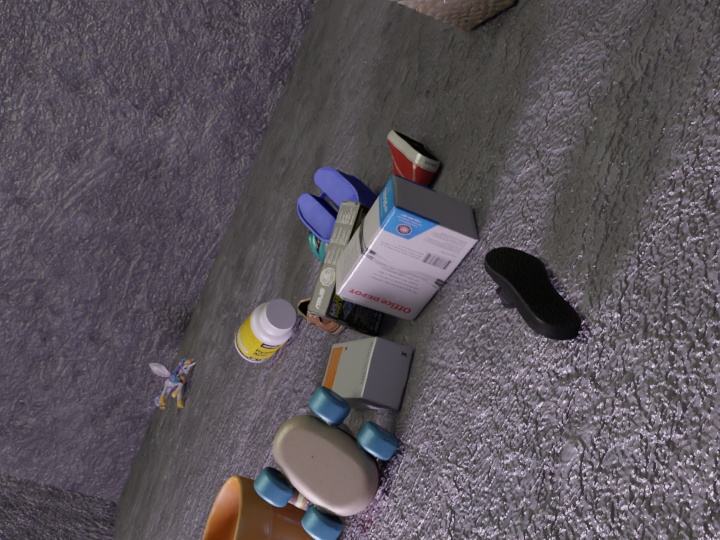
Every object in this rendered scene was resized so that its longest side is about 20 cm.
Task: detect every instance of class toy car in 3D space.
[{"bbox_3d":[-0.042,0.297,1.240,0.185,0.176,0.200,-56,-10,1],"label":"toy car"}]

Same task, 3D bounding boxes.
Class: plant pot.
[{"bbox_3d":[-0.146,0.453,1.259,0.201,0.182,0.201,-54,25,40],"label":"plant pot"}]

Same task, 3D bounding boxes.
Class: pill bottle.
[{"bbox_3d":[-0.232,0.146,1.932,0.200,0.111,0.112,-45,30,53],"label":"pill bottle"}]

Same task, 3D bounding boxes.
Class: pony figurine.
[{"bbox_3d":[-0.743,0.443,3.066,0.192,0.167,0.201,-11,51,32],"label":"pony figurine"}]

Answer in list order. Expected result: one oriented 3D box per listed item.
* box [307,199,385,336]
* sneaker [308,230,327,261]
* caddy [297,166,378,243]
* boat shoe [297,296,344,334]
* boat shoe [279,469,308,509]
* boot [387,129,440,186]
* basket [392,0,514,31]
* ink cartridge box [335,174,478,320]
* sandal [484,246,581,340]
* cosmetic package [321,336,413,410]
[{"bbox_3d":[0.000,0.000,1.349,0.044,0.160,0.202,11,81,39],"label":"box"},{"bbox_3d":[-0.057,-0.103,1.745,0.120,0.083,0.202,-8,64,59],"label":"sneaker"},{"bbox_3d":[-0.037,-0.122,1.611,0.142,0.105,0.200,-54,50,13],"label":"caddy"},{"bbox_3d":[-0.082,0.090,1.628,0.200,0.068,0.072,-12,58,67],"label":"boat shoe"},{"bbox_3d":[-0.127,0.360,1.486,0.201,0.064,0.073,-96,30,-54],"label":"boat shoe"},{"bbox_3d":[0.072,-0.176,1.466,0.145,0.072,0.200,-65,23,20],"label":"boot"},{"bbox_3d":[0.174,-0.546,1.360,0.200,0.197,0.162,-177,103,-70],"label":"basket"},{"bbox_3d":[0.066,-0.030,1.208,0.200,0.145,0.085,-54,25,38],"label":"ink cartridge box"},{"bbox_3d":[0.192,0.031,0.915,0.201,0.075,0.048,-105,22,-60],"label":"sandal"},{"bbox_3d":[0.005,0.173,1.293,0.200,0.071,0.102,-22,50,65],"label":"cosmetic package"}]
